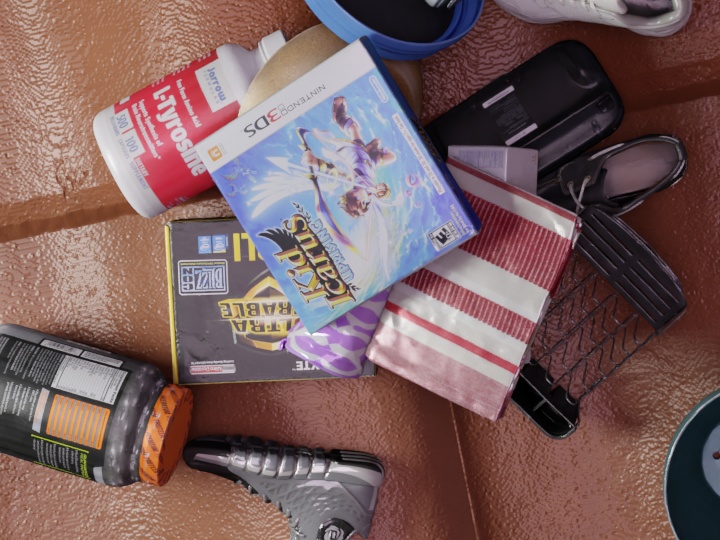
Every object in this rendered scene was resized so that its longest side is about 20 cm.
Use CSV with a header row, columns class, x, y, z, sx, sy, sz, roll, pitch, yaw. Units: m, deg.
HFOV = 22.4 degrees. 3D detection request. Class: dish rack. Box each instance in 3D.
class,x,y,z,sx,sy,sz,roll,pitch,yaw
dish rack,0.202,0.044,1.719,0.153,0.055,0.200,44,120,-1

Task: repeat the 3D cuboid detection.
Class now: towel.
class,x,y,z,sx,sy,sz,roll,pitch,yaw
towel,0.101,0.017,1.633,0.143,0.023,0.202,26,99,21

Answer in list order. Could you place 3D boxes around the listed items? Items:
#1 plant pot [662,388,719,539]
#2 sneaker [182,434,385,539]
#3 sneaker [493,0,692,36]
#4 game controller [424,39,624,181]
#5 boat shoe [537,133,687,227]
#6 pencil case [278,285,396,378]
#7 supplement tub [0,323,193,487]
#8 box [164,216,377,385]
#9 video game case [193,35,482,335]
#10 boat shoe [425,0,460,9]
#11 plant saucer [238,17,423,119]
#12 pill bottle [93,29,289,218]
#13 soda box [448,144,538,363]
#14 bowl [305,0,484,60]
class,x,y,z,sx,sy,sz,roll,pitch,yaw
plant pot,0.376,0.190,1.715,0.198,0.135,0.202,0,96,2
sneaker,-0.080,0.228,1.770,0.198,0.075,0.117,8,98,1
sneaker,0.216,-0.265,1.694,0.198,0.099,0.079,6,96,2
game controller,0.150,-0.135,1.739,0.199,0.042,0.105,-32,70,5
boat shoe,0.216,-0.078,1.731,0.198,0.068,0.072,-23,94,7
pencil case,0.000,0.000,1.691,0.085,0.084,0.202,25,95,8
supplement tub,-0.268,0.132,1.731,0.198,0.122,0.124,16,96,8
box,-0.085,0.026,1.762,0.198,0.049,0.161,-2,94,3
video game case,-0.020,-0.074,1.611,0.180,0.045,0.201,-31,95,14
boat shoe,0.155,-0.279,1.631,0.200,0.071,0.091,-38,93,2
plant saucer,-0.020,-0.134,1.687,0.199,0.035,0.202,-18,129,-23
pill bottle,-0.142,-0.142,1.715,0.199,0.112,0.113,-28,94,5
soda box,0.119,-0.013,1.676,0.063,0.068,0.202,4,93,31
bowl,0.021,-0.282,1.672,0.199,0.039,0.202,15,57,-24
